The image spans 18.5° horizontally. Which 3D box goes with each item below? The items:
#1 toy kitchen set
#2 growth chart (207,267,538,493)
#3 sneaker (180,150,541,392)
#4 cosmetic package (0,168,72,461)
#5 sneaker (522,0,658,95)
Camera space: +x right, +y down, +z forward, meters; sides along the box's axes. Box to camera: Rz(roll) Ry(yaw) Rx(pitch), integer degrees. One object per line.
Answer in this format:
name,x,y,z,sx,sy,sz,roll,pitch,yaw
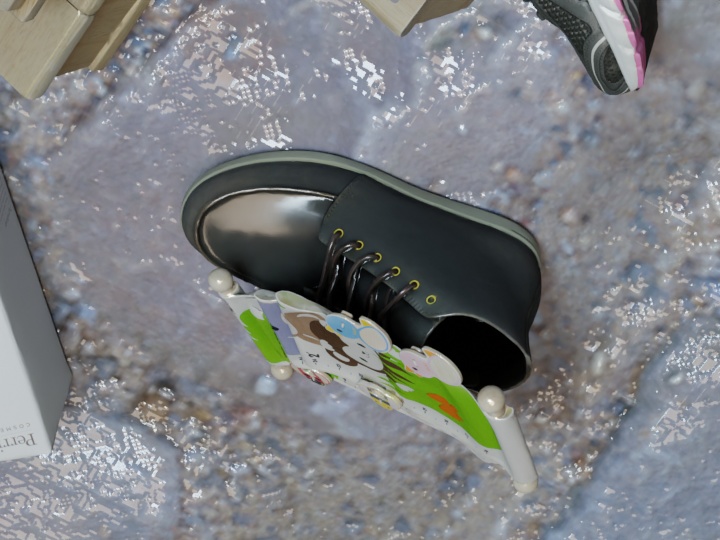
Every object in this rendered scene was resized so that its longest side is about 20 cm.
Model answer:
toy kitchen set,-0.080,-0.125,1.026,0.180,0.163,0.200,43,117,9
growth chart,0.008,0.054,1.148,0.199,0.018,0.145,24,162,31
sneaker,0.000,0.000,1.161,0.199,0.106,0.075,11,120,-3
cosmetic package,-0.238,0.007,1.195,0.112,0.081,0.201,-12,118,8
sneaker,0.077,-0.173,1.086,0.086,0.080,0.201,-20,109,28
